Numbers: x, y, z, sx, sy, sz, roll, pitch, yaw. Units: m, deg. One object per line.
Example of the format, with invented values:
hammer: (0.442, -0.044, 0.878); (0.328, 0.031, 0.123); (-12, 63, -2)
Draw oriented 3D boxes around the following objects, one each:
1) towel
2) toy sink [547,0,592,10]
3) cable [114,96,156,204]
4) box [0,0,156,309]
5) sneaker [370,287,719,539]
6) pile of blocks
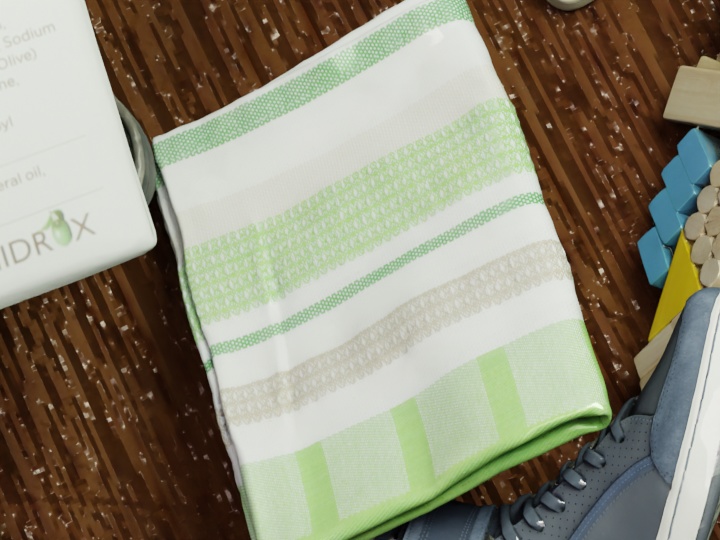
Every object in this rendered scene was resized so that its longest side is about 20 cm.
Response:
towel: (0.000, 0.000, 0.854); (0.149, 0.031, 0.200); (-29, 54, 17)
toy sink: (0.120, -0.217, 0.886); (0.200, 0.112, 0.130); (-33, 76, 1)
cable: (-0.137, -0.109, 0.925); (0.097, 0.050, 0.200); (-11, 67, 5)
box: (-0.212, -0.063, 0.809); (0.200, 0.199, 0.171); (-21, 105, -21)
sneaker: (0.057, 0.083, 0.837); (0.146, 0.077, 0.202); (21, 104, 13)
pile of blocks: (0.160, -0.038, 0.883); (0.062, 0.082, 0.200); (20, 92, -31)
